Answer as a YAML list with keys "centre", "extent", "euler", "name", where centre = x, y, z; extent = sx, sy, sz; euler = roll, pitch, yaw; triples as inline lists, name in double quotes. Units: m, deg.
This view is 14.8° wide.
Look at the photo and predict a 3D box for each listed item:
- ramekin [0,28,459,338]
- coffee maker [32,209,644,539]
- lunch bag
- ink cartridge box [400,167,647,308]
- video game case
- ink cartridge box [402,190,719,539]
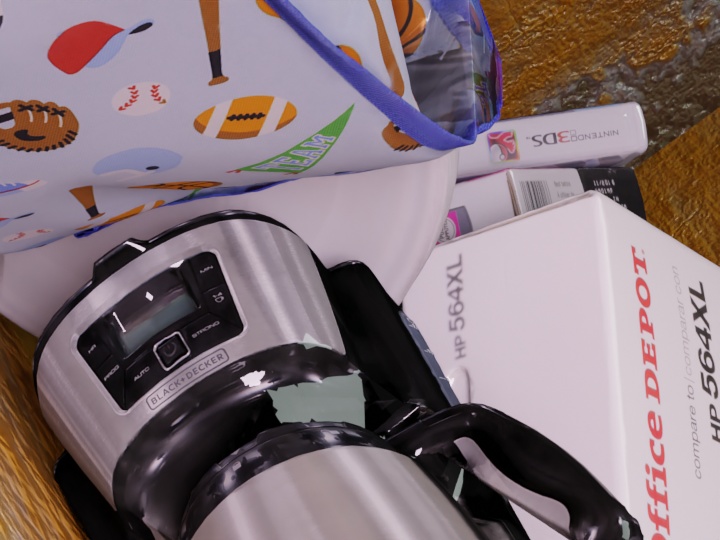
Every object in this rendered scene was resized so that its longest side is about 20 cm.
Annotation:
- centre: [-0.055, -0.071, 0.893]
  extent: [0.203, 0.202, 0.094]
  euler: [54, 32, -14]
  name: "ramekin"
- centre: [-0.005, 0.108, 0.800]
  extent: [0.200, 0.134, 0.193]
  euler: [-121, -160, -47]
  name: "coffee maker"
- centre: [-0.072, -0.076, 0.753]
  extent: [0.200, 0.169, 0.124]
  euler: [41, 41, -54]
  name: "lunch bag"
- centre: [0.000, 0.000, 1.039]
  extent: [0.095, 0.199, 0.037]
  euler: [-5, 79, -57]
  name: "ink cartridge box"
- centre: [-0.001, -0.024, 1.090]
  extent: [0.200, 0.181, 0.023]
  euler: [139, -59, -75]
  name: "video game case"
- centre: [0.107, 0.079, 0.954]
  extent: [0.200, 0.084, 0.147]
  euler: [27, 52, -48]
  name: "ink cartridge box"
